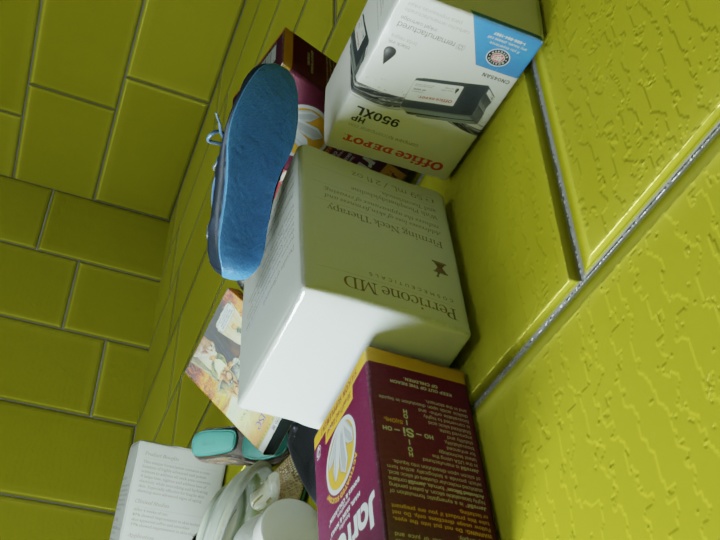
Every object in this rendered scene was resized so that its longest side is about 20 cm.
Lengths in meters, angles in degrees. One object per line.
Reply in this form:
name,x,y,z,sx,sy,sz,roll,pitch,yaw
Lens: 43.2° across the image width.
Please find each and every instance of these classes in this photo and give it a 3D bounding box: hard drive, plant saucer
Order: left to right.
plant saucer,-0.175,0.345,1.204,0.200,0.049,0.205,17,-91,-77
hard drive,-0.038,0.182,1.061,0.200,0.041,0.138,-146,72,-72

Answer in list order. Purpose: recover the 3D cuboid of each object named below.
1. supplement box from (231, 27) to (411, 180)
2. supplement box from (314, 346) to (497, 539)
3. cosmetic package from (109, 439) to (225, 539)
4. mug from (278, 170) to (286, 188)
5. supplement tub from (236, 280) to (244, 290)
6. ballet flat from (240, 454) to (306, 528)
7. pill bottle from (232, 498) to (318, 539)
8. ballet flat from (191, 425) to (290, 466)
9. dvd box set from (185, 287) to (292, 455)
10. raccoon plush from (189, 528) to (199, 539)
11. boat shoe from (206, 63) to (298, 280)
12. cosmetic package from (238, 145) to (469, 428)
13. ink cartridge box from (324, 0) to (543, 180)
supplement box,-0.039,-0.164,1.041,0.110,0.198,0.087,-44,29,29
supplement box,0.030,0.187,0.743,0.202,0.101,0.132,-97,29,-48
cosmetic package,-0.353,0.430,1.657,0.166,0.164,0.205,145,137,-65
mug,-0.053,-0.072,1.205,0.132,0.176,0.204,18,91,40
supplement tub,-0.133,-0.049,1.350,0.122,0.120,0.205,171,91,-71
ballet flat,-0.117,0.321,1.166,0.070,0.064,0.205,-156,81,-70
pill bottle,-0.106,0.348,1.035,0.112,0.108,0.202,-94,25,-45
ballet flat,-0.156,0.252,1.312,0.197,0.067,0.070,-5,62,36
dvd box set,-0.154,0.138,1.272,0.199,0.029,0.148,38,103,36
raccoon plush,-0.249,0.503,1.410,0.134,0.095,0.205,-171,95,-80
boat shoe,-0.116,-0.096,0.857,0.068,0.083,0.204,8,80,59
cosmetic package,-0.013,0.024,0.876,0.202,0.164,0.168,-96,29,-47
ink cartridge box,0.063,-0.194,0.871,0.201,0.142,0.086,124,154,-48
